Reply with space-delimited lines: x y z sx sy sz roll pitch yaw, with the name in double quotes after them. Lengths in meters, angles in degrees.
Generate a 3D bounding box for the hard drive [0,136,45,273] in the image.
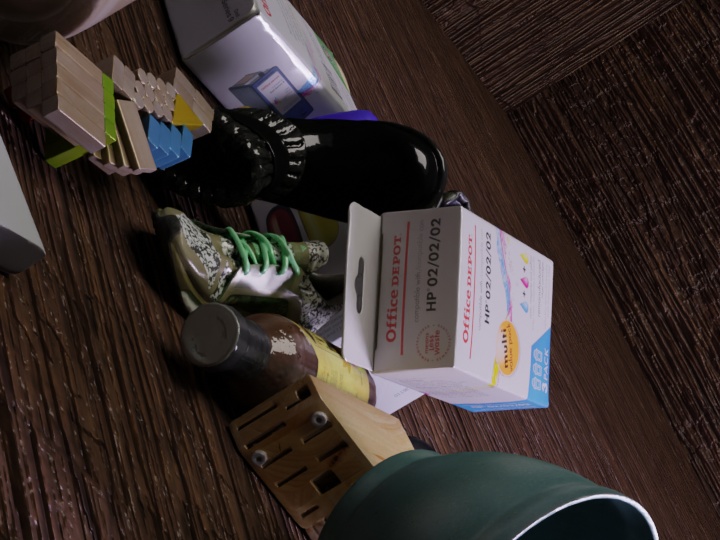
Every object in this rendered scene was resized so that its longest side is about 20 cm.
-0.233 -0.102 0.858 0.132 0.027 0.200 38 22 -60 "hard drive"

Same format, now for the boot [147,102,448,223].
-0.049 -0.078 1.217 0.158 0.211 0.080 1 94 -81 "boot"

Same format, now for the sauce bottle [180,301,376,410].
-0.051 0.064 1.087 0.065 0.065 0.200 63 11 23 "sauce bottle"

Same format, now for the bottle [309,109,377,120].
-0.002 -0.040 1.489 0.065 0.083 0.200 107 -29 -72 "bottle"

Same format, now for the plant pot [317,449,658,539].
0.056 0.185 0.973 0.134 0.200 0.200 32 -8 41 "plant pot"

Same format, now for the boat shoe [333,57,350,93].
-0.042 -0.163 1.700 0.200 0.071 0.065 60 11 5 "boat shoe"

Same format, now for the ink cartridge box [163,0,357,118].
-0.090 -0.196 1.551 0.200 0.087 0.145 49 14 -45 "ink cartridge box"

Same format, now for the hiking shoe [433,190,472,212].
0.075 -0.053 1.824 0.076 0.101 0.200 51 13 -33 "hiking shoe"

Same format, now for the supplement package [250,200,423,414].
0.000 0.000 1.344 0.110 0.114 0.200 48 14 -45 "supplement package"

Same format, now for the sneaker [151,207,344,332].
-0.068 -0.005 1.133 0.200 0.089 0.077 38 23 -58 "sneaker"

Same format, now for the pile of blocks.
-0.161 -0.089 1.060 0.200 0.062 0.082 5 66 -66 "pile of blocks"

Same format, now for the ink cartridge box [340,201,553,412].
0.065 0.026 1.188 0.200 0.068 0.115 25 64 -57 "ink cartridge box"

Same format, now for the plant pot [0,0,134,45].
-0.189 -0.231 1.048 0.200 0.200 0.174 53 30 -24 "plant pot"

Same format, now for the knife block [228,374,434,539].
-0.002 0.127 1.130 0.200 0.064 0.176 53 12 -19 "knife block"
